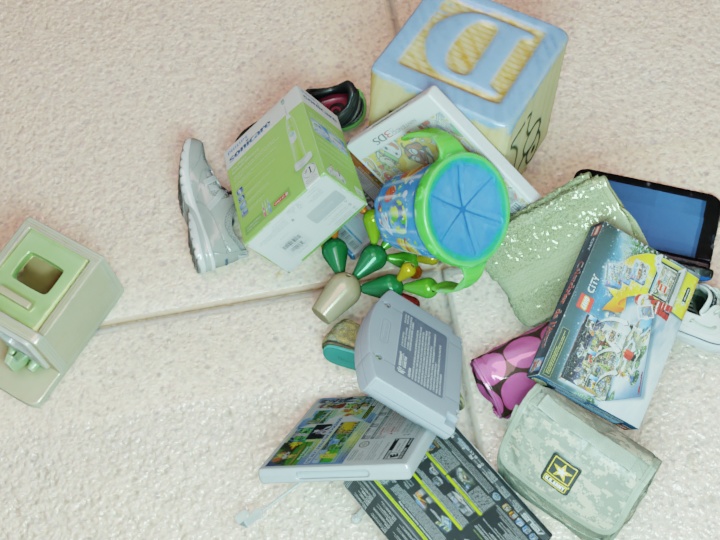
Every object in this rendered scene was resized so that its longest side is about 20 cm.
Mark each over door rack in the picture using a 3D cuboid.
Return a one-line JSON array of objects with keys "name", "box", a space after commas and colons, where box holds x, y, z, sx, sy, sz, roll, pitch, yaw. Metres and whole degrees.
[{"name": "over door rack", "box": [-0.029, 0.303, 1.460, 0.200, 0.067, 0.148, -32, 66, -12]}]

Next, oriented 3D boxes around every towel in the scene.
[{"name": "towel", "box": [0.245, -0.022, 1.495, 0.200, 0.149, 0.037, -29, 15, 31]}]

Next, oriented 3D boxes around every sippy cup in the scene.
[{"name": "sippy cup", "box": [0.089, -0.072, 1.490, 0.130, 0.139, 0.178, 0, 70, 55]}]

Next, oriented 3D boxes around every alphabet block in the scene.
[{"name": "alphabet block", "box": [0.136, -0.219, 1.604, 0.196, 0.200, 0.195, 27, 59, 16]}]

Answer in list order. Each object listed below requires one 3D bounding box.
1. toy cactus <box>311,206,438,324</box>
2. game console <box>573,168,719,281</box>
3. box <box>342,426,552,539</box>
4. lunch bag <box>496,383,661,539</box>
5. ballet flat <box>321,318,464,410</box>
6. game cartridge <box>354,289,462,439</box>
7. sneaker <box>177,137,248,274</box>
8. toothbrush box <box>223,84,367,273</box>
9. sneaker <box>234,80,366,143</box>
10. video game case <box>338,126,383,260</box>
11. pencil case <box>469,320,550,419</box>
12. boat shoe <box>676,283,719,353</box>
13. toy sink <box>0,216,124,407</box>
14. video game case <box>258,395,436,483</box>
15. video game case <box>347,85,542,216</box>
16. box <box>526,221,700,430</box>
[{"name": "toy cactus", "box": [0.000, 0.000, 1.579, 0.200, 0.102, 0.165, 38, 74, 14]}, {"name": "game console", "box": [0.358, -0.063, 1.574, 0.199, 0.171, 0.119, 12, 93, 12]}, {"name": "box", "box": [0.102, 0.278, 1.423, 0.160, 0.044, 0.200, -26, 66, -41]}, {"name": "lunch bag", "box": [0.246, 0.220, 1.398, 0.164, 0.200, 0.118, 35, 73, 19]}, {"name": "ballet flat", "box": [0.049, 0.113, 1.550, 0.200, 0.071, 0.071, 22, 68, 15]}, {"name": "game cartridge", "box": [0.057, 0.104, 1.451, 0.133, 0.041, 0.200, 35, 27, -12]}, {"name": "sneaker", "box": [-0.203, -0.090, 1.679, 0.082, 0.075, 0.200, -8, 70, -14]}, {"name": "toothbrush box", "box": [-0.088, -0.121, 1.597, 0.146, 0.086, 0.200, -41, 41, 19]}, {"name": "sneaker", "box": [-0.088, -0.212, 1.707, 0.200, 0.084, 0.077, -28, 64, -8]}, {"name": "video game case", "box": [0.021, -0.123, 1.690, 0.200, 0.018, 0.143, -39, 66, -12]}, {"name": "pencil case", "box": [0.239, 0.114, 1.518, 0.200, 0.094, 0.091, -22, 21, -3]}, {"name": "boat shoe", "box": [0.412, 0.051, 1.496, 0.199, 0.067, 0.074, 7, 50, -19]}, {"name": "toy sink", "box": [-0.427, 0.053, 1.600, 0.130, 0.112, 0.200, 27, 70, 18]}, {"name": "video game case", "box": [0.000, 0.194, 1.439, 0.182, 0.200, 0.022, -5, 107, 21]}, {"name": "video game case", "box": [0.103, -0.124, 1.547, 0.200, 0.182, 0.023, 44, 55, -15]}, {"name": "box", "box": [0.292, 0.063, 1.411, 0.136, 0.038, 0.200, 28, 75, -9]}]
